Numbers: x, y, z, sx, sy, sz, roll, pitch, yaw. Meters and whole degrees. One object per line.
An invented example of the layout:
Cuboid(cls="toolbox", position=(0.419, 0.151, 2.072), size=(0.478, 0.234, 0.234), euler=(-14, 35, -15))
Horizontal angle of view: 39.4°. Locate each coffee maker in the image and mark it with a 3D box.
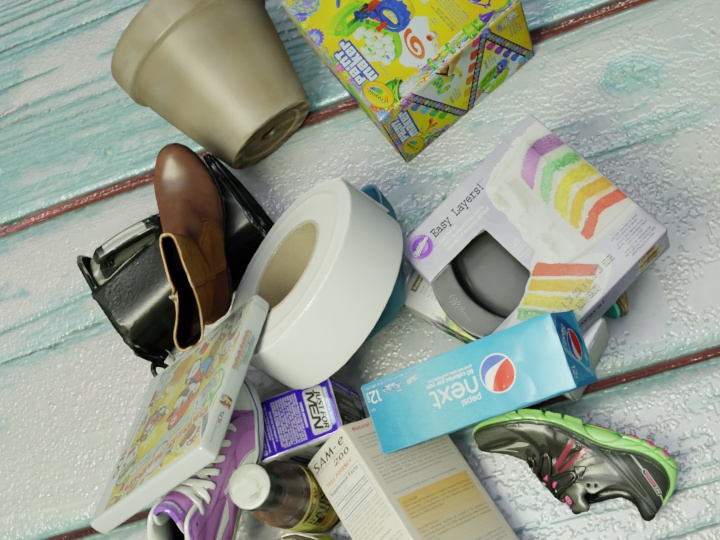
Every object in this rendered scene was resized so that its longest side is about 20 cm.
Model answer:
Cuboid(cls="coffee maker", position=(-0.183, 0.001, 1.130), size=(0.199, 0.135, 0.193), euler=(-38, 91, 5))

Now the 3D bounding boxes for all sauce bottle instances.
Cuboid(cls="sauce bottle", position=(-0.070, 0.219, 0.973), size=(0.065, 0.200, 0.067), euler=(-4, 74, 15))

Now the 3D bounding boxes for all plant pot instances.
Cuboid(cls="plant pot", position=(-0.155, -0.219, 1.153), size=(0.200, 0.200, 0.174), euler=(-40, 82, 3))

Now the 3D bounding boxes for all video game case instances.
Cuboid(cls="video game case", position=(-0.170, 0.135, 0.949), size=(0.200, 0.023, 0.183), euler=(-37, 26, 38))

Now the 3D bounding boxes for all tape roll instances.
Cuboid(cls="tape roll", position=(-0.047, 0.012, 0.997), size=(0.202, 0.070, 0.204), euler=(-43, 28, 29))

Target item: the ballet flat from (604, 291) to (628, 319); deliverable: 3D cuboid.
Cuboid(cls="ballet flat", position=(0.211, -0.034, 1.041), size=(0.072, 0.068, 0.199), euler=(-42, 61, -19))

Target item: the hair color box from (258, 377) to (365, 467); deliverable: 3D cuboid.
Cuboid(cls="hair color box", position=(-0.098, 0.179, 1.043), size=(0.198, 0.109, 0.065), euler=(-21, 69, 10))

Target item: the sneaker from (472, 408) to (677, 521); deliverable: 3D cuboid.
Cuboid(cls="sneaker", position=(0.198, 0.186, 0.964), size=(0.198, 0.077, 0.085), euler=(13, 74, 22))

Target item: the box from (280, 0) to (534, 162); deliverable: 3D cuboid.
Cuboid(cls="box", position=(0.053, -0.271, 1.124), size=(0.192, 0.122, 0.201), euler=(-39, 67, 3))

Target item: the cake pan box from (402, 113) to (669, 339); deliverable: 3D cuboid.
Cuboid(cls="cake pan box", position=(0.160, -0.020, 0.968), size=(0.200, 0.052, 0.184), euler=(-44, 64, 2))

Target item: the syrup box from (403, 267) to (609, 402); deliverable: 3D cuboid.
Cuboid(cls="syrup box", position=(0.145, 0.048, 1.021), size=(0.199, 0.079, 0.082), euler=(26, 83, 23))

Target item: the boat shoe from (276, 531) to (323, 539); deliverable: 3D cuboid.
Cuboid(cls="boat shoe", position=(-0.015, 0.317, 0.928), size=(0.200, 0.060, 0.072), euler=(41, 91, 22))

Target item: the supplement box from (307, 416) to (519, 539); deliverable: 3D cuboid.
Cuboid(cls="supplement box", position=(0.057, 0.234, 0.961), size=(0.201, 0.125, 0.074), euler=(56, 129, 24))

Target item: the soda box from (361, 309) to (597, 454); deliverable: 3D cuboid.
Cuboid(cls="soda box", position=(0.103, 0.101, 0.900), size=(0.199, 0.064, 0.069), euler=(-25, 78, 29))

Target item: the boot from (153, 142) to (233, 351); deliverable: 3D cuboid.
Cuboid(cls="boot", position=(-0.174, -0.030, 0.959), size=(0.068, 0.200, 0.191), euler=(-6, 95, 1))

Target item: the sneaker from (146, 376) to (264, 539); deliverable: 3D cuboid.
Cuboid(cls="sneaker", position=(-0.145, 0.191, 0.936), size=(0.072, 0.114, 0.203), euler=(5, 81, 17))

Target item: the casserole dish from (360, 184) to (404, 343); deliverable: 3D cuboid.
Cuboid(cls="casserole dish", position=(0.000, 0.000, 1.063), size=(0.121, 0.039, 0.201), euler=(-41, 38, 32))

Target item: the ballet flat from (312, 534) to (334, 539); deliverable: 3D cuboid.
Cuboid(cls="ballet flat", position=(0.008, 0.331, 0.987), size=(0.199, 0.067, 0.067), euler=(33, 87, 23))
